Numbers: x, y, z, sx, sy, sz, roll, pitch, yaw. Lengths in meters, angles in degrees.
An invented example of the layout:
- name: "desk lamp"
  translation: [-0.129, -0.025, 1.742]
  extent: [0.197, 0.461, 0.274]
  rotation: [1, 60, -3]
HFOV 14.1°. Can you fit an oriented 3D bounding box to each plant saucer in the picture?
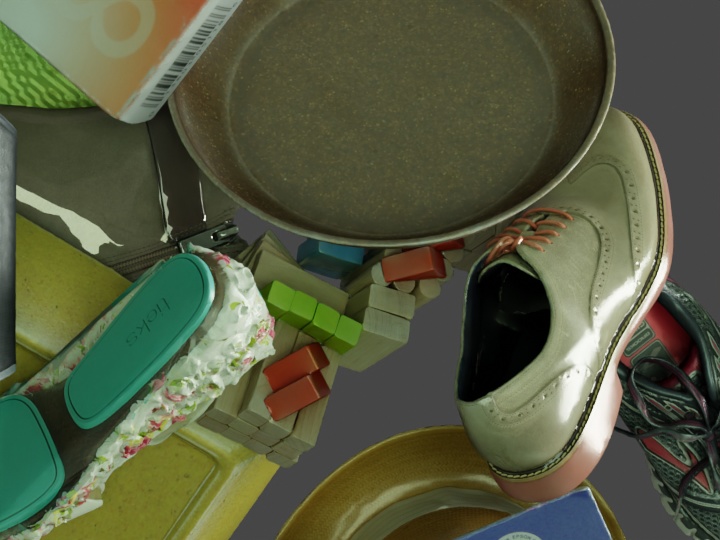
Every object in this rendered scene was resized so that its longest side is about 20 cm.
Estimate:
- name: "plant saucer"
  translation: [0.014, -0.083, 1.294]
  extent: [0.199, 0.037, 0.202]
  rotation: [-2, 54, 2]
- name: "plant saucer"
  translation: [-0.149, 0.094, 1.287]
  extent: [0.199, 0.049, 0.201]
  rotation: [30, 106, -16]

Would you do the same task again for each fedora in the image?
- name: "fedora"
  translation: [0.042, 0.173, 1.341]
  extent: [0.199, 0.082, 0.202]
  rotation: [-1, 95, -8]

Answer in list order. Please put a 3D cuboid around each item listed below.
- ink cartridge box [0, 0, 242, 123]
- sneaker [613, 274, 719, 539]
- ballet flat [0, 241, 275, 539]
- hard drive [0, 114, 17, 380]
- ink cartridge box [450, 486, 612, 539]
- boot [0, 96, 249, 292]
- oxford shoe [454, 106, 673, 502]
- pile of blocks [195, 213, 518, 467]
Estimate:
- name: "ink cartridge box"
  translation: [-0.122, -0.188, 1.255]
  extent: [0.200, 0.050, 0.163]
  rotation: [40, 101, 7]
- name: "sneaker"
  translation: [0.159, 0.072, 1.356]
  extent: [0.200, 0.075, 0.081]
  rotation: [44, 87, -11]
- name: "ballet flat"
  translation: [-0.113, 0.068, 1.221]
  extent: [0.200, 0.076, 0.064]
  rotation: [-36, 144, 15]
- name: "hard drive"
  translation: [-0.217, 0.000, 1.234]
  extent: [0.042, 0.199, 0.136]
  rotation: [8, 78, -47]
- name: "ink cartridge box"
  translation: [0.050, 0.216, 1.280]
  extent: [0.195, 0.043, 0.201]
  rotation: [-24, 119, 6]
- name: "boot"
  translation: [-0.131, -0.047, 1.305]
  extent: [0.145, 0.070, 0.201]
  rotation: [-21, 102, -10]
- name: "oxford shoe"
  translation: [0.087, -0.002, 1.270]
  extent: [0.075, 0.070, 0.201]
  rotation: [50, 42, -41]
- name: "pile of blocks"
  translation: [0.000, 0.000, 1.286]
  extent: [0.082, 0.062, 0.200]
  rotation: [48, 57, -5]
